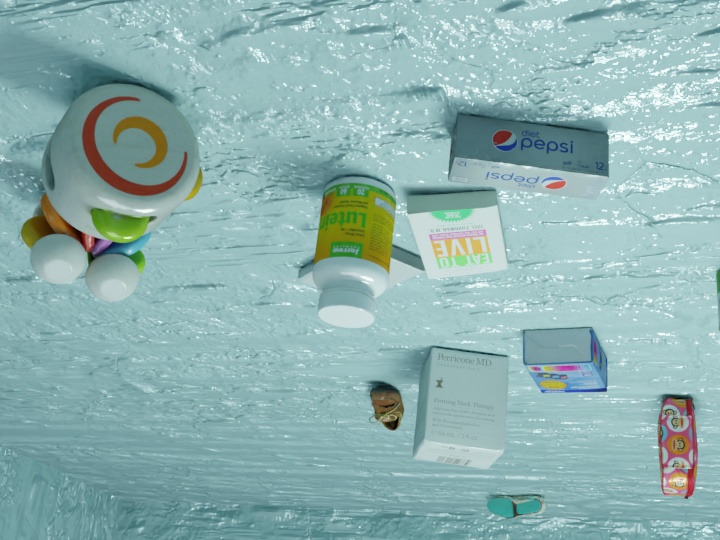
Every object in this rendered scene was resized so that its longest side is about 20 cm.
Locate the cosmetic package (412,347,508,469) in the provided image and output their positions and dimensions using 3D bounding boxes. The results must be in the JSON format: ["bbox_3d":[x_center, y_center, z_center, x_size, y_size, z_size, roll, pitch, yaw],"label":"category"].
[{"bbox_3d":[0.207,0.288,2.072,0.167,0.201,0.166,7,156,-2],"label":"cosmetic package"}]

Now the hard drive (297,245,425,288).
[{"bbox_3d":[0.000,0.000,1.710,0.132,0.026,0.200,22,151,-29],"label":"hard drive"}]

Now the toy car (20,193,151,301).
[{"bbox_3d":[-0.418,-0.061,1.567,0.199,0.175,0.150,22,115,-29],"label":"toy car"}]

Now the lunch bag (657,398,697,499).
[{"bbox_3d":[0.687,0.389,2.171,0.082,0.201,0.176,1,158,16],"label":"lunch bag"}]

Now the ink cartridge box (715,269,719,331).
[{"bbox_3d":[0.665,0.058,1.572,0.199,0.104,0.059,10,156,-9],"label":"ink cartridge box"}]

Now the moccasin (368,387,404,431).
[{"bbox_3d":[0.060,0.327,2.342,0.073,0.078,0.202,3,155,8],"label":"moccasin"}]

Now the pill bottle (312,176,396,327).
[{"bbox_3d":[-0.010,-0.024,1.449,0.111,0.201,0.111,5,156,2],"label":"pill bottle"}]

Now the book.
[{"bbox_3d":[0.154,-0.057,1.535,0.133,0.048,0.200,-4,152,13],"label":"book"}]

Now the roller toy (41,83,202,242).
[{"bbox_3d":[-0.314,-0.139,1.307,0.183,0.200,0.140,50,144,-6],"label":"roller toy"}]

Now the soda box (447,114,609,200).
[{"bbox_3d":[0.216,-0.145,1.288,0.199,0.069,0.063,7,154,-1],"label":"soda box"}]

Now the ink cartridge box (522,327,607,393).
[{"bbox_3d":[0.406,0.184,1.951,0.136,0.077,0.200,-4,155,22],"label":"ink cartridge box"}]

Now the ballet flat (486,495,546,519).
[{"bbox_3d":[0.499,0.748,3.158,0.199,0.076,0.064,-7,168,34],"label":"ballet flat"}]
